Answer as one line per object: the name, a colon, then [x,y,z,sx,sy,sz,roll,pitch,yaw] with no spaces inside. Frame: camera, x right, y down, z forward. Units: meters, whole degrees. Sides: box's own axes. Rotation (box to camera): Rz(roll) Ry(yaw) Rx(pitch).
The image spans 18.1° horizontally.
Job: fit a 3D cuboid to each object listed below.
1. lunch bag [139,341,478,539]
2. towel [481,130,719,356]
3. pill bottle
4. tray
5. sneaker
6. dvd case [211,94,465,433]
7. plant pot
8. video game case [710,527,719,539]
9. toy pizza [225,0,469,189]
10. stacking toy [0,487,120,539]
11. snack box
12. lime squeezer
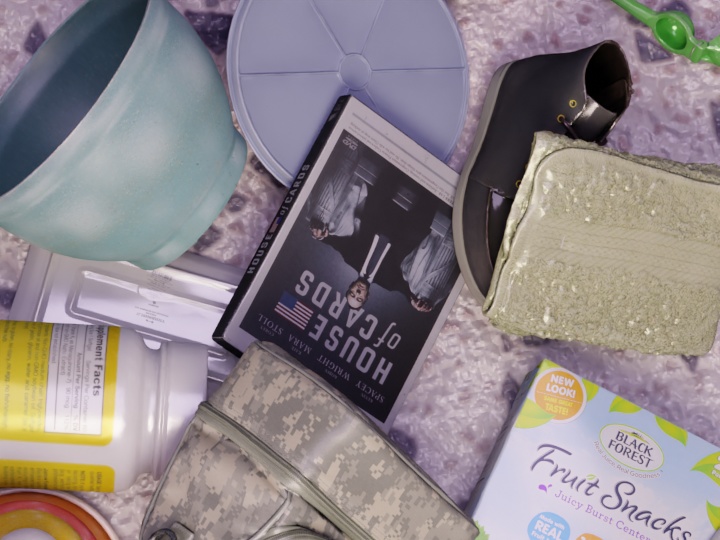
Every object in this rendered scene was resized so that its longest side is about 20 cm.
lunch bag: [-0.041,0.175,1.497,0.168,0.200,0.139,-49,45,-6]
towel: [0.185,-0.013,1.602,0.198,0.036,0.150,9,103,-28]
pill bottle: [-0.205,0.093,1.547,0.198,0.114,0.115,4,76,-6]
tray: [-0.148,0.032,1.615,0.198,0.022,0.108,16,75,-3]
sneaker: [0.130,-0.071,1.611,0.074,0.106,0.202,22,66,-33]
dvd case: [0.000,0.000,1.610,0.150,0.025,0.201,34,73,-23]
plant pot: [-0.164,-0.085,1.569,0.134,0.200,0.201,40,74,-25]
video game case: [0.314,0.209,1.594,0.143,0.018,0.200,47,69,-16]
toy pizza: [-0.010,-0.142,1.646,0.199,0.032,0.202,3,84,-28]
stacking toy: [-0.221,0.201,1.475,0.145,0.200,0.148,1,76,-6]
snack box: [0.155,0.190,1.590,0.168,0.068,0.201,26,74,-2]
lime squeezer: [0.255,-0.191,1.706,0.198,0.038,0.071,9,76,-4]
